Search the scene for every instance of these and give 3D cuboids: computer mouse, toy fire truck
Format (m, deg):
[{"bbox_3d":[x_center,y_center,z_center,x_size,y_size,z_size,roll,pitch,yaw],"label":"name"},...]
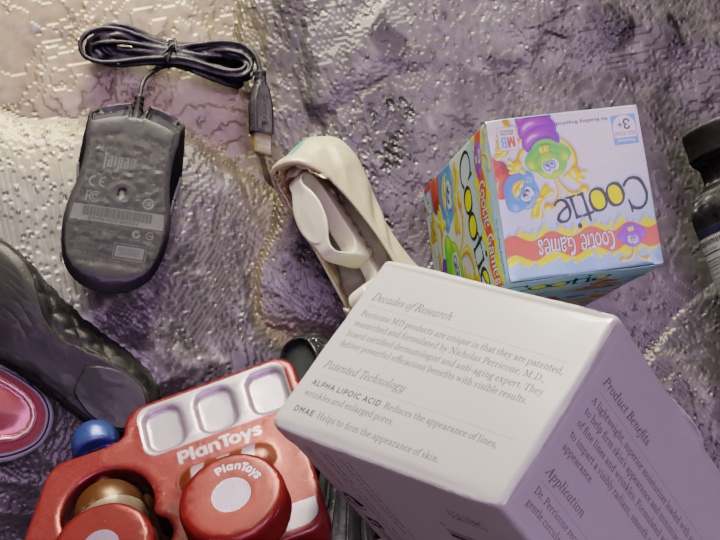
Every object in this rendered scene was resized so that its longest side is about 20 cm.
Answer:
[{"bbox_3d":[-0.131,-0.071,1.290,0.139,0.046,0.202,3,69,-4],"label":"computer mouse"},{"bbox_3d":[-0.116,0.149,1.164,0.198,0.113,0.169,-20,45,0],"label":"toy fire truck"}]

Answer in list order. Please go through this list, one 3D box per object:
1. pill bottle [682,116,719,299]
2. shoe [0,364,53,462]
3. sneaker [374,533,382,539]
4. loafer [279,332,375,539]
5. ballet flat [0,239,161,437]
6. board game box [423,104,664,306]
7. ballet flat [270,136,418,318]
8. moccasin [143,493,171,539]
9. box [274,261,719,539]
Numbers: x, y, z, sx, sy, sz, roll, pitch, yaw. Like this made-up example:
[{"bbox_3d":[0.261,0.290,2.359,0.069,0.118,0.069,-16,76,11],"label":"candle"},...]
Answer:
[{"bbox_3d":[0.299,-0.015,1.313,0.111,0.112,0.202,-17,83,-11],"label":"pill bottle"},{"bbox_3d":[-0.298,0.077,1.213,0.198,0.091,0.072,15,79,-6],"label":"shoe"},{"bbox_3d":[0.063,0.171,1.271,0.095,0.079,0.201,36,79,-17],"label":"sneaker"},{"bbox_3d":[-0.034,0.133,1.236,0.070,0.068,0.202,14,58,-37],"label":"loafer"},{"bbox_3d":[-0.217,0.044,1.260,0.200,0.057,0.067,41,84,6],"label":"ballet flat"},{"bbox_3d":[0.116,-0.032,1.241,0.104,0.200,0.104,-7,82,-11],"label":"board game box"},{"bbox_3d":[0.000,0.000,1.283,0.069,0.070,0.201,-29,81,-12],"label":"ballet flat"},{"bbox_3d":[-0.122,0.206,1.227,0.077,0.074,0.203,16,68,23],"label":"moccasin"},{"bbox_3d":[0.092,0.118,1.116,0.131,0.199,0.199,-53,129,-20],"label":"box"}]
